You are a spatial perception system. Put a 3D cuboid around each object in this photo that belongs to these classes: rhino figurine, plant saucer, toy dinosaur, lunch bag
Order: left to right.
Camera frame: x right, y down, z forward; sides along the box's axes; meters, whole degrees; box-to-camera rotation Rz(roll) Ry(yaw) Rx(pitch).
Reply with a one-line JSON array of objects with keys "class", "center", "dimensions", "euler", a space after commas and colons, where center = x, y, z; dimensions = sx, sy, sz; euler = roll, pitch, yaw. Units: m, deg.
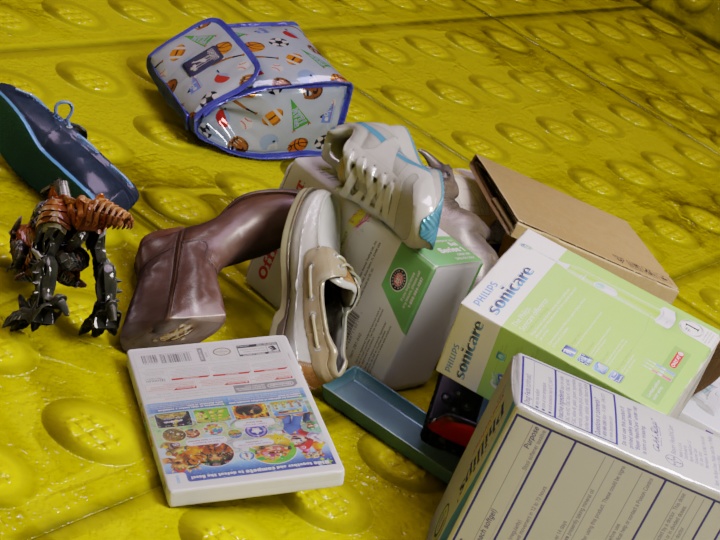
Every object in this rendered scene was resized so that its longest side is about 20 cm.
[{"class": "toy dinosaur", "center": [-0.254, -0.018, 1.509], "dimensions": [0.102, 0.137, 0.200], "euler": [1, -13, -15]}, {"class": "lunch bag", "center": [-0.135, -0.215, 2.081], "dimensions": [0.199, 0.124, 0.170], "euler": [-6, 35, -26]}, {"class": "plant saucer", "center": [0.056, 0.153, 1.606], "dimensions": [0.199, 0.019, 0.070], "euler": [32, 25, 19]}, {"class": "rhino figurine", "center": [0.099, -0.031, 1.739], "dimensions": [0.087, 0.060, 0.201], "euler": [-11, 74, -50]}]

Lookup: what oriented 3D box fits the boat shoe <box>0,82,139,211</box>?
[{"class": "boat shoe", "center": [-0.300, -0.114, 1.763], "dimensions": [0.068, 0.084, 0.200], "euler": [-28, 68, -39]}]

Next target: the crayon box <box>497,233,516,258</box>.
[{"class": "crayon box", "center": [0.194, 0.022, 1.865], "dimensions": [0.199, 0.128, 0.051], "euler": [4, 22, -44]}]

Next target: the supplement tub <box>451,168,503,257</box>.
[{"class": "supplement tub", "center": [0.070, -0.036, 1.860], "dimensions": [0.199, 0.146, 0.145], "euler": [0, 33, -44]}]

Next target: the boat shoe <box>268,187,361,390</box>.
[{"class": "boat shoe", "center": [-0.034, 0.016, 1.617], "dimensions": [0.068, 0.201, 0.075], "euler": [-6, -26, 27]}]

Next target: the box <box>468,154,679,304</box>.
[{"class": "box", "center": [0.215, -0.044, 1.806], "dimensions": [0.199, 0.021, 0.164], "euler": [22, 20, -22]}]

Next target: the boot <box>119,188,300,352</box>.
[{"class": "boot", "center": [-0.125, 0.004, 1.610], "dimensions": [0.185, 0.064, 0.200], "euler": [-20, 23, 5]}]

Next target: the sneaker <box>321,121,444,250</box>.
[{"class": "sneaker", "center": [0.022, -0.077, 1.635], "dimensions": [0.080, 0.077, 0.200], "euler": [3, 24, -20]}]

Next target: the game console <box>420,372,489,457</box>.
[{"class": "game console", "center": [0.167, 0.135, 1.565], "dimensions": [0.199, 0.119, 0.173], "euler": [24, 47, -4]}]

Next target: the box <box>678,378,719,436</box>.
[{"class": "box", "center": [0.312, 0.136, 1.789], "dimensions": [0.176, 0.097, 0.200], "euler": [29, 24, 10]}]

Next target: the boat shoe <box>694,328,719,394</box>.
[{"class": "boat shoe", "center": [0.279, 0.079, 1.679], "dimensions": [0.199, 0.072, 0.065], "euler": [-7, 41, -38]}]

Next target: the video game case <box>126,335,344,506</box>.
[{"class": "video game case", "center": [-0.107, 0.120, 1.464], "dimensions": [0.142, 0.018, 0.200], "euler": [-5, 32, -16]}]

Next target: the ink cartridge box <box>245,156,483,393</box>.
[{"class": "ink cartridge box", "center": [0.000, 0.000, 1.714], "dimensions": [0.200, 0.145, 0.084], "euler": [39, 27, 30]}]

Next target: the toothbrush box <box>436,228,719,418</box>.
[{"class": "toothbrush box", "center": [0.191, 0.070, 1.541], "dimensions": [0.199, 0.086, 0.146], "euler": [30, 39, 13]}]

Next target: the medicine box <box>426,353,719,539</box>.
[{"class": "medicine box", "center": [0.176, 0.196, 1.422], "dimensions": [0.199, 0.183, 0.103], "euler": [23, 23, -3]}]
